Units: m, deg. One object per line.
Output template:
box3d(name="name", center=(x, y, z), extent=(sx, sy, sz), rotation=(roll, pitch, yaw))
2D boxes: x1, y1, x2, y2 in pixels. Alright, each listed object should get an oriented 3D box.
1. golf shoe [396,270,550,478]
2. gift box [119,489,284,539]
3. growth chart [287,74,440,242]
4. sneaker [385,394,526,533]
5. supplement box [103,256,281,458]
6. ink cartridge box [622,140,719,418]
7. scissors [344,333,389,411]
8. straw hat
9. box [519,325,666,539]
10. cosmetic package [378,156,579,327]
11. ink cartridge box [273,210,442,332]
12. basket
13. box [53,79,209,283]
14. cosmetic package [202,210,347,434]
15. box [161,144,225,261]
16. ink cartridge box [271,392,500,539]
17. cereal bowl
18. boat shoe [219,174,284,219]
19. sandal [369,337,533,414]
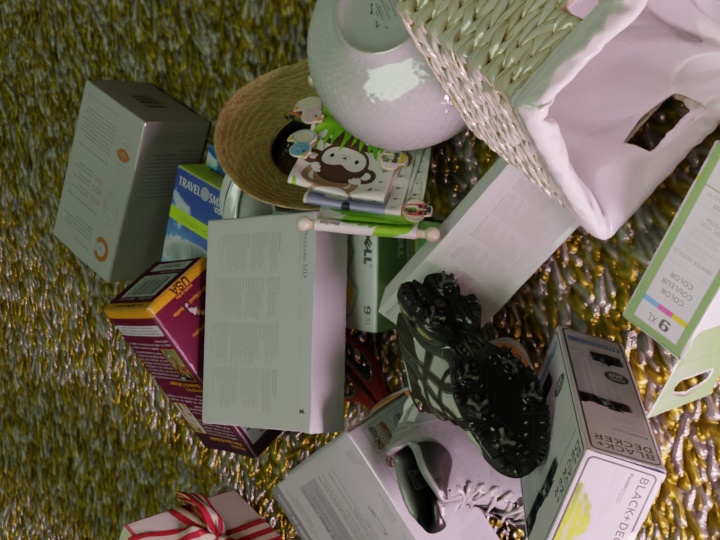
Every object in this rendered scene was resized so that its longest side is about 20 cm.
box3d(name="golf shoe", center=(0.088, 0.097, 0.896), extent=(0.095, 0.077, 0.201), rotation=(104, 149, -43))
box3d(name="gift box", center=(-0.172, 0.366, 1.195), extent=(0.184, 0.199, 0.189), rotation=(33, 115, 29))
box3d(name="growth chart", center=(0.002, -0.105, 0.988), extent=(0.018, 0.143, 0.202), rotation=(85, -172, -53))
box3d(name="sneaker", center=(0.099, 0.199, 0.936), extent=(0.199, 0.116, 0.075), rotation=(38, 131, 3))
box3d(name="supplement box", center=(-0.162, 0.092, 1.150), extent=(0.110, 0.086, 0.201), rotation=(-3, 125, 53))
box3d(name="ink cartridge box", center=(0.260, 0.004, 0.810), extent=(0.059, 0.103, 0.202), rotation=(38, 120, 32))
box3d(name="scissors", center=(0.032, 0.142, 1.097), extent=(0.200, 0.014, 0.074), rotation=(41, 121, 32))
box3d(name="straw hat", center=(-0.038, -0.108, 1.056), extent=(0.201, 0.200, 0.086), rotation=(46, 157, 28))
box3d(name="box", center=(0.171, 0.140, 0.851), extent=(0.059, 0.200, 0.118), rotation=(17, 114, -3))
box3d(name="cosmetic package", center=(0.107, -0.018, 0.949), extent=(0.082, 0.051, 0.200), rotation=(35, 119, -11))
box3d(name="ink cartridge box", center=(0.000, 0.000, 1.066), extent=(0.198, 0.059, 0.105), rotation=(9, 101, 42))
box3d(name="basket", center=(0.164, -0.168, 0.780), extent=(0.198, 0.200, 0.161), rotation=(-47, 54, 0))
box3d(name="box", center=(-0.271, -0.106, 1.288), extent=(0.124, 0.097, 0.202), rotation=(35, 117, 33))
box3d(name="cosmetic package", center=(-0.083, 0.049, 1.047), extent=(0.150, 0.051, 0.203), rotation=(-2, 85, 43))
box3d(name="box", center=(-0.167, -0.028, 1.237), extent=(0.121, 0.047, 0.202), rotation=(28, 114, 36))
box3d(name="ink cartridge box", center=(0.028, 0.245, 1.033), extent=(0.201, 0.083, 0.175), rotation=(57, 140, 7))
box3d(name="cereal bowl", center=(0.035, -0.212, 0.952), extent=(0.198, 0.083, 0.203), rotation=(-9, 70, 25))
box3d(name="boat shoe", center=(-0.106, -0.019, 1.153), extent=(0.065, 0.073, 0.202), rotation=(-132, 37, -60))
box3d(name="sandal", center=(0.073, 0.131, 1.021), extent=(0.206, 0.059, 0.080), rotation=(-31, 77, 36))
